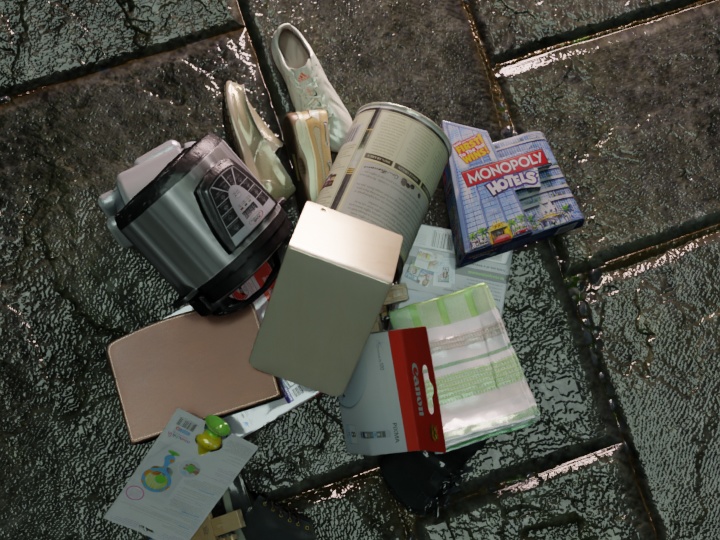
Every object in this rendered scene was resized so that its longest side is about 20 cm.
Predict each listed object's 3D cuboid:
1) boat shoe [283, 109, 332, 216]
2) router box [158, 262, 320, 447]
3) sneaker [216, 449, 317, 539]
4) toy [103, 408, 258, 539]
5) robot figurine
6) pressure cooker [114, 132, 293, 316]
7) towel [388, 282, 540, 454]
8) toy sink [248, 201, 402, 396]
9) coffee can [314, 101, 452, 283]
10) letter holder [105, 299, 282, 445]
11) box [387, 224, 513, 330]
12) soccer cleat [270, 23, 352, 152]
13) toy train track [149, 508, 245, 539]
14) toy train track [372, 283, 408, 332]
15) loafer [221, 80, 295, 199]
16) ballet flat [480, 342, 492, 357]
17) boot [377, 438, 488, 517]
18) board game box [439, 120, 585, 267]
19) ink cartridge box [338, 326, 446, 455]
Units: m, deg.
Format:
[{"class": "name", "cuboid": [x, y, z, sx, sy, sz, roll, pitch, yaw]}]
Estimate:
[{"class": "boat shoe", "cuboid": [-0.052, -0.127, 1.363, 0.076, 0.072, 0.201, -14, 105, -19]}, {"class": "router box", "cuboid": [-0.160, 0.118, 1.351, 0.179, 0.049, 0.201, -30, 86, -6]}, {"class": "sneaker", "cuboid": [-0.127, 0.325, 1.320, 0.106, 0.075, 0.201, -19, 98, -10]}, {"class": "toy", "cuboid": [-0.229, 0.260, 1.237, 0.115, 0.047, 0.200, 29, 115, -18]}, {"class": "robot figurine", "cuboid": [-0.258, -0.107, 1.339, 0.199, 0.113, 0.170, -25, 66, -5]}, {"class": "pressure cooker", "cuboid": [-0.183, -0.050, 1.216, 0.176, 0.179, 0.200, -38, 103, 10]}, {"class": "towel", "cuboid": [0.132, 0.123, 1.255, 0.148, 0.031, 0.201, -16, 68, -6]}, {"class": "toy sink", "cuboid": [-0.044, 0.036, 1.201, 0.130, 0.112, 0.201, 20, 126, -3]}, {"class": "coffee can", "cuboid": [0.023, -0.103, 1.302, 0.146, 0.146, 0.201, 24, 69, 0]}, {"class": "letter holder", "cuboid": [-0.217, 0.130, 1.273, 0.199, 0.101, 0.143, -17, 83, -5]}, {"class": "box", "cuboid": [0.126, 0.044, 1.381, 0.155, 0.041, 0.201, 11, 82, -2]}, {"class": "soccer cleat", "cuboid": [-0.072, -0.260, 1.386, 0.069, 0.078, 0.201, -29, 86, -6]}, {"class": "toy train track", "cuboid": [-0.228, 0.356, 1.293, 0.199, 0.032, 0.115, -24, 76, 26]}, {"class": "toy train track", "cuboid": [0.000, 0.000, 1.360, 0.114, 0.033, 0.201, -16, 73, 17]}, {"class": "loafer", "cuboid": [-0.147, -0.178, 1.376, 0.068, 0.076, 0.201, -16, 82, -15]}, {"class": "ballet flat", "cuboid": [0.139, 0.173, 1.338, 0.070, 0.067, 0.201, 23, 113, 20]}, {"class": "boot", "cuboid": [0.073, 0.223, 1.318, 0.198, 0.073, 0.163, 45, 123, 22]}, {"class": "board game box", "cuboid": [0.195, -0.131, 1.376, 0.199, 0.062, 0.201, -18, 73, -12]}, {"class": "ink cartridge box", "cuboid": [0.031, 0.159, 1.254, 0.047, 0.200, 0.161, -7, 87, -27]}]
